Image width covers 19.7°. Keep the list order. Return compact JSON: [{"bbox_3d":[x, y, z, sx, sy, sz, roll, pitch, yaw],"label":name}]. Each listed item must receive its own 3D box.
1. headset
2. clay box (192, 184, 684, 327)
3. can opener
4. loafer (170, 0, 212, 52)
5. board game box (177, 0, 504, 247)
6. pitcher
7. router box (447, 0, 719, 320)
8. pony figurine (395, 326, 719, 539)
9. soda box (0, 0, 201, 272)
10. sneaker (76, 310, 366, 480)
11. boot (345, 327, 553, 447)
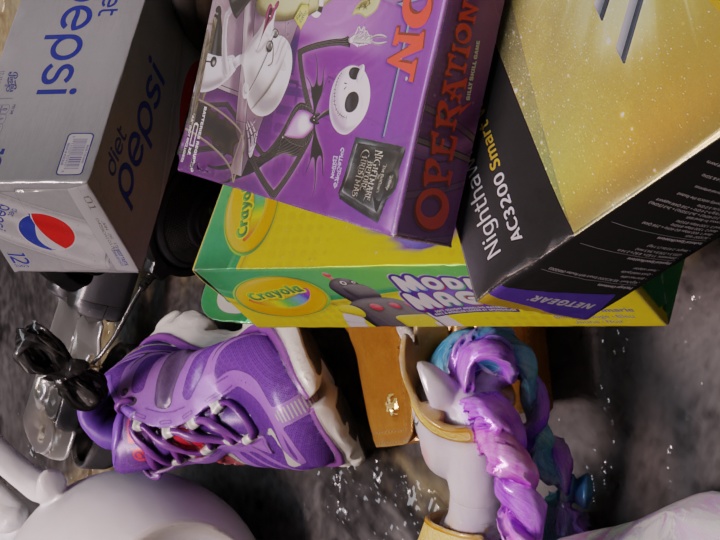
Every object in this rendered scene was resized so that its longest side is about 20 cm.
[{"bbox_3d":[-0.117,-0.033,0.960,0.123,0.094,0.200,-7,62,26],"label":"headset"},{"bbox_3d":[0.024,-0.040,0.727,0.200,0.048,0.115,-1,60,36],"label":"clay box"},{"bbox_3d":[-0.124,0.006,1.073,0.053,0.067,0.200,33,106,52],"label":"can opener"},{"bbox_3d":[-0.039,-0.163,0.881,0.200,0.071,0.073,96,-173,-52],"label":"loafer"},{"bbox_3d":[0.004,-0.117,0.634,0.120,0.032,0.201,17,96,47],"label":"board game box"},{"bbox_3d":[-0.137,0.137,1.006,0.172,0.121,0.200,55,156,-14],"label":"pitcher"},{"bbox_3d":[0.078,-0.109,0.606,0.157,0.052,0.200,-37,57,40],"label":"router box"},{"bbox_3d":[0.057,0.127,0.720,0.193,0.166,0.200,-132,33,-54],"label":"pony figurine"},{"bbox_3d":[-0.112,-0.098,0.924,0.068,0.063,0.200,66,-151,-51],"label":"soda box"},{"bbox_3d":[-0.067,0.068,0.933,0.200,0.083,0.081,-6,113,61],"label":"sneaker"},{"bbox_3d":[0.001,0.000,0.848,0.201,0.071,0.144,-4,89,54],"label":"boot"}]
